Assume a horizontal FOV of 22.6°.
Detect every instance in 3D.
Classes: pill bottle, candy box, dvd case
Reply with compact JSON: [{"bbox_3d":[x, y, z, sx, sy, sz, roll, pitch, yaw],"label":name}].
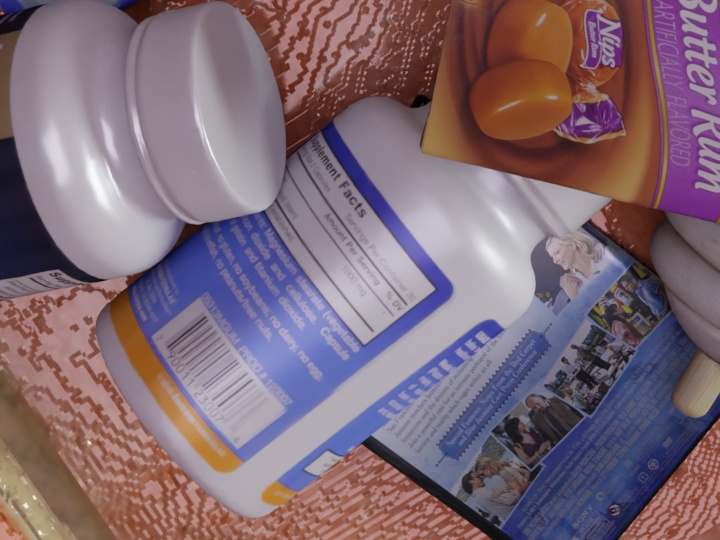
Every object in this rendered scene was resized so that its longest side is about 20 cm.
[{"bbox_3d":[-0.136,-0.045,0.716,0.200,0.111,0.111,-11,103,20],"label":"pill bottle"},{"bbox_3d":[0.130,-0.079,0.631,0.200,0.056,0.117,13,119,5],"label":"candy box"},{"bbox_3d":[0.062,0.036,0.816,0.200,0.018,0.143,37,99,-10],"label":"dvd case"},{"bbox_3d":[0.000,0.000,0.740,0.200,0.112,0.112,-39,101,5],"label":"pill bottle"}]

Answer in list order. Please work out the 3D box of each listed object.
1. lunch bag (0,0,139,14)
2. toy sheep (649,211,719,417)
[{"bbox_3d":[-0.109,-0.205,0.711,0.170,0.127,0.200,-29,118,5],"label":"lunch bag"},{"bbox_3d":[0.187,-0.018,0.752,0.138,0.138,0.200,30,108,-8],"label":"toy sheep"}]
